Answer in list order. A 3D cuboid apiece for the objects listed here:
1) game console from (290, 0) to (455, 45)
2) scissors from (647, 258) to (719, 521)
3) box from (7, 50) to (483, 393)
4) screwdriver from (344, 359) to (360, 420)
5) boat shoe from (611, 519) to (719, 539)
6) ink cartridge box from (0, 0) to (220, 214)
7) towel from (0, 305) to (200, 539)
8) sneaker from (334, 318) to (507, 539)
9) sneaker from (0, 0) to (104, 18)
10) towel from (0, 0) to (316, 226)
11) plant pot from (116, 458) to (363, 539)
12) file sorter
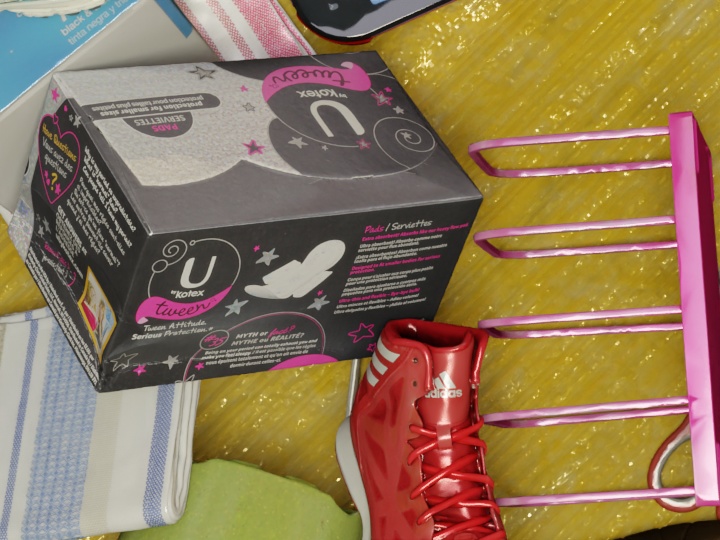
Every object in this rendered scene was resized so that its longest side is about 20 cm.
[{"bbox_3d":[0.032,-0.236,1.434,0.200,0.031,0.177,-24,86,0],"label":"game console"},{"bbox_3d":[0.206,0.046,1.416,0.073,0.014,0.200,7,85,7],"label":"scissors"},{"bbox_3d":[-0.061,-0.031,1.317,0.200,0.115,0.132,-6,46,-33],"label":"box"},{"bbox_3d":[0.000,0.000,1.420,0.029,0.028,0.200,13,85,-25],"label":"screwdriver"},{"bbox_3d":[0.132,0.185,1.385,0.200,0.073,0.065,-15,92,10],"label":"boat shoe"},{"bbox_3d":[-0.203,-0.159,1.365,0.146,0.147,0.200,-39,76,1],"label":"ink cartridge box"},{"bbox_3d":[-0.174,0.083,1.365,0.200,0.024,0.147,-11,57,24],"label":"towel"},{"bbox_3d":[0.037,0.102,1.274,0.078,0.116,0.200,-7,41,-21],"label":"sneaker"},{"bbox_3d":[-0.183,-0.162,1.242,0.200,0.086,0.078,-21,76,5],"label":"sneaker"},{"bbox_3d":[-0.119,-0.082,1.431,0.200,0.030,0.146,-37,84,0],"label":"towel"},{"bbox_3d":[-0.079,0.204,1.347,0.200,0.200,0.190,16,74,4],"label":"plant pot"},{"bbox_3d":[0.128,0.029,1.353,0.125,0.139,0.200,-4,84,10],"label":"file sorter"}]
